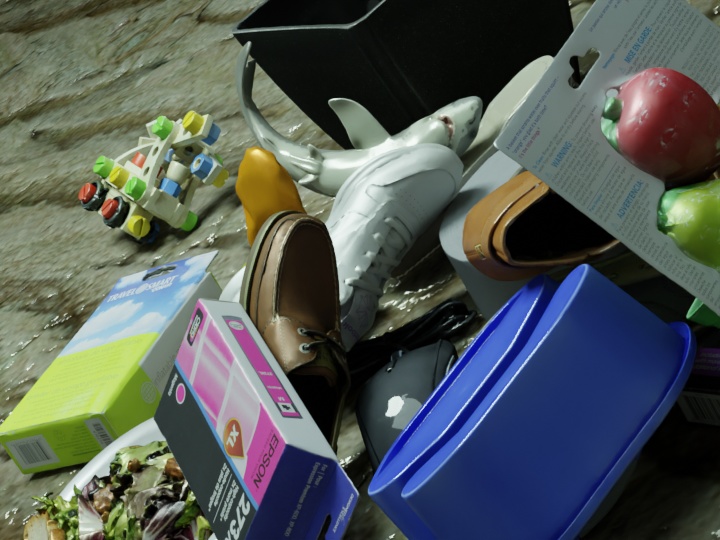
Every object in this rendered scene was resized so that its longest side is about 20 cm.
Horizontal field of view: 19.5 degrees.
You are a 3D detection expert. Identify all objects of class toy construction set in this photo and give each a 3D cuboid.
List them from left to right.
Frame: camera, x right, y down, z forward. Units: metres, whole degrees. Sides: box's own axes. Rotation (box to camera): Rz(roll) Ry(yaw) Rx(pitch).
[{"bbox_3d":[-0.188,-0.093,1.919,0.132,0.092,0.200,-59,16,0],"label":"toy construction set"}]

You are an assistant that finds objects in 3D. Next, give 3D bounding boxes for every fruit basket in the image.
[{"bbox_3d":[0.183,-0.054,1.110,0.186,0.199,0.094,-54,-5,-41],"label":"fruit basket"}]

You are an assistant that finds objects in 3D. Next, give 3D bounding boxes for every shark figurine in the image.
[{"bbox_3d":[-0.011,-0.084,1.534,0.213,0.129,0.089,16,6,26],"label":"shark figurine"}]

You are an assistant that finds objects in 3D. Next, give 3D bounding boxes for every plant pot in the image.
[{"bbox_3d":[0.055,-0.174,1.644,0.200,0.178,0.199,-41,23,-22],"label":"plant pot"}]

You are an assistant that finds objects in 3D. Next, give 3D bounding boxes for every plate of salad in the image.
[{"bbox_3d":[-0.155,0.158,1.381,0.199,0.048,0.201,-29,30,18],"label":"plate of salad"}]

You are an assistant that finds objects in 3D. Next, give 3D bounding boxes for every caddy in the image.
[{"bbox_3d":[0.099,0.092,1.125,0.200,0.105,0.141,-51,10,-13],"label":"caddy"}]

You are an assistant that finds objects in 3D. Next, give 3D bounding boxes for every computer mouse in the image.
[{"bbox_3d":[0.005,0.082,1.351,0.140,0.046,0.200,-26,23,17],"label":"computer mouse"}]

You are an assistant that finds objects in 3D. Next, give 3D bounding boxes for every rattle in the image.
[{"bbox_3d":[-0.097,0.033,1.480,0.199,0.144,0.130,-35,37,-22],"label":"rattle"}]

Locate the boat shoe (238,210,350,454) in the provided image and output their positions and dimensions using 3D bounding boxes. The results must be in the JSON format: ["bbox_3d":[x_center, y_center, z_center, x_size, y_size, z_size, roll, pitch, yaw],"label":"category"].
[{"bbox_3d":[-0.034,0.060,1.316,0.068,0.071,0.202,-9,76,56],"label":"boat shoe"}]

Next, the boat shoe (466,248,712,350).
[{"bbox_3d":[0.149,0.033,1.228,0.199,0.074,0.063,-26,17,-2],"label":"boat shoe"}]

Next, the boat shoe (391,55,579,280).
[{"bbox_3d":[0.088,-0.063,1.509,0.200,0.059,0.072,-47,19,8],"label":"boat shoe"}]

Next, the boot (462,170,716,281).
[{"bbox_3d":[0.150,-0.054,1.204,0.198,0.077,0.155,-21,3,-3],"label":"boot"}]

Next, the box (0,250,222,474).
[{"bbox_3d":[-0.185,0.071,1.632,0.121,0.048,0.200,-14,28,37],"label":"box"}]

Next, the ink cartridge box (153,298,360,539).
[{"bbox_3d":[-0.066,0.110,1.258,0.200,0.037,0.095,52,127,47],"label":"ink cartridge box"}]

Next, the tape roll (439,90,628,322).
[{"bbox_3d":[0.153,-0.043,1.387,0.199,0.066,0.201,-28,22,12],"label":"tape roll"}]

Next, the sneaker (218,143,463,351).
[{"bbox_3d":[0.000,0.000,1.413,0.200,0.075,0.100,-41,48,4],"label":"sneaker"}]

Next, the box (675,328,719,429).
[{"bbox_3d":[0.277,0.015,1.135,0.200,0.036,0.142,-43,24,-25],"label":"box"}]
